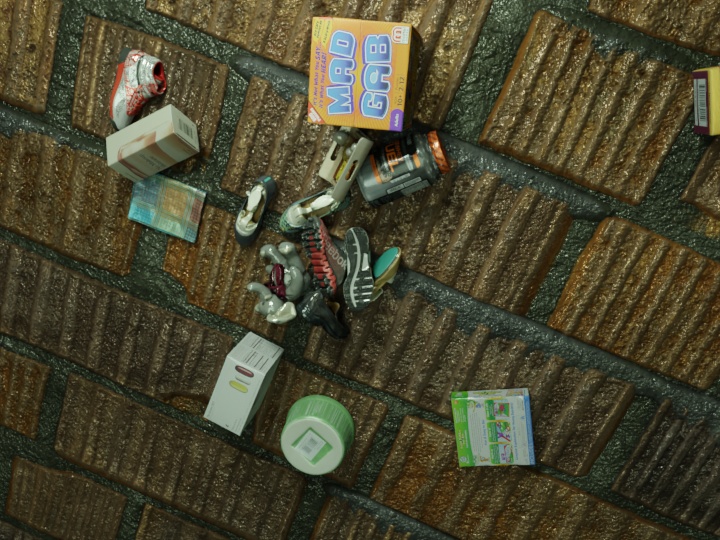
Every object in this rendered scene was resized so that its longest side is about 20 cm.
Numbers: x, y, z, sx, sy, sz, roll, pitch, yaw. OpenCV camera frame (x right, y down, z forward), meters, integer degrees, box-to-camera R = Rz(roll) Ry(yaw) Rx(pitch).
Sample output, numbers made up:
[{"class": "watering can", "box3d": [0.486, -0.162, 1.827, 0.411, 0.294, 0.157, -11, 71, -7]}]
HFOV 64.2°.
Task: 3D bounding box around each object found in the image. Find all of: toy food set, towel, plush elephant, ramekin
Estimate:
[{"class": "toy food set", "box3d": [-0.043, -0.249, 1.282, 0.060, 0.200, 0.144, 23, 107, -20]}, {"class": "towel", "box3d": [-0.504, -0.170, 1.489, 0.198, 0.022, 0.148, 21, 110, 4]}, {"class": "plush elephant", "box3d": [-0.206, 0.046, 1.413, 0.155, 0.164, 0.201, -44, 116, -24]}, {"class": "ramekin", "box3d": [-0.120, 0.451, 1.554, 0.197, 0.098, 0.202, 3, 107, 10]}]

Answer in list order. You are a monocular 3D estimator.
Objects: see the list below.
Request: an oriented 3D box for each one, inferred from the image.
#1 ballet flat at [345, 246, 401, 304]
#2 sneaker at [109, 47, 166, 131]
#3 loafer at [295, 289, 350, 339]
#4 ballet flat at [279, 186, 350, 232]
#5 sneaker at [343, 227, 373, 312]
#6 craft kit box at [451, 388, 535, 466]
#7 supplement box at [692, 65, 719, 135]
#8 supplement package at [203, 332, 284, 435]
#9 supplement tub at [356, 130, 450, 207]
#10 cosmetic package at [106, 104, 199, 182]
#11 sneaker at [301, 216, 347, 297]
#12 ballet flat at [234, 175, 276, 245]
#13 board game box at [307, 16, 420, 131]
[{"class": "ballet flat", "box3d": [0.044, 0.022, 1.424, 0.063, 0.069, 0.200, 33, 115, -30]}, {"class": "sneaker", "box3d": [-0.539, -0.426, 1.395, 0.107, 0.067, 0.203, 19, 106, 8]}, {"class": "loafer", "box3d": [-0.074, 0.113, 1.417, 0.072, 0.200, 0.073, -48, 54, 2]}, {"class": "ballet flat", "box3d": [-0.122, -0.151, 1.392, 0.198, 0.074, 0.075, -26, 100, 16]}, {"class": "sneaker", "box3d": [0.000, 0.000, 1.385, 0.073, 0.080, 0.203, 1, 87, 7]}, {"class": "craft kit box", "box3d": [0.342, 0.407, 1.479, 0.195, 0.049, 0.202, -6, 105, 10]}, {"class": "supplement box", "box3d": [0.781, -0.352, 1.134, 0.198, 0.103, 0.132, -6, 105, 14]}, {"class": "supplement package", "box3d": [-0.306, 0.296, 1.515, 0.110, 0.156, 0.202, 25, 110, 3]}, {"class": "supplement tub", "box3d": [0.095, -0.232, 1.296, 0.198, 0.123, 0.124, -21, 101, 16]}, {"class": "cosmetic package", "box3d": [-0.504, -0.305, 1.393, 0.198, 0.103, 0.088, -21, 66, 18]}, {"class": "sneaker", "box3d": [-0.081, -0.042, 1.404, 0.070, 0.097, 0.203, 4, 114, 46]}, {"class": "ballet flat", "box3d": [-0.272, -0.145, 1.425, 0.073, 0.073, 0.201, 30, 110, 1]}, {"class": "board game box", "box3d": [0.012, -0.412, 1.218, 0.197, 0.200, 0.202, 8, 108, 9]}]
